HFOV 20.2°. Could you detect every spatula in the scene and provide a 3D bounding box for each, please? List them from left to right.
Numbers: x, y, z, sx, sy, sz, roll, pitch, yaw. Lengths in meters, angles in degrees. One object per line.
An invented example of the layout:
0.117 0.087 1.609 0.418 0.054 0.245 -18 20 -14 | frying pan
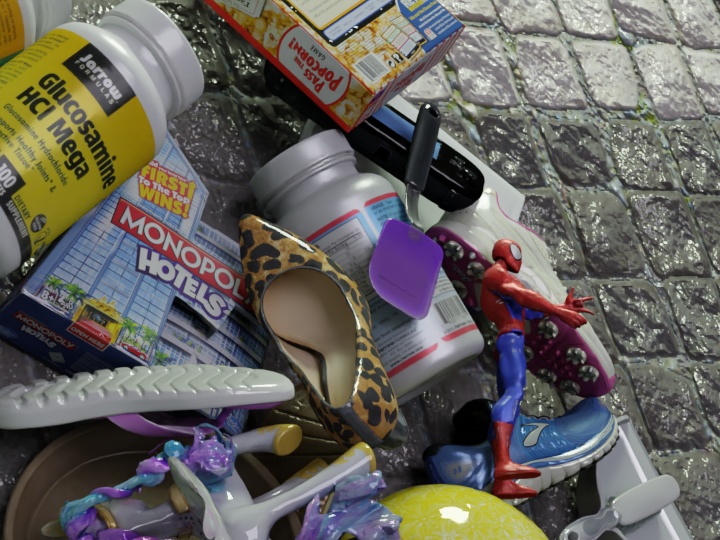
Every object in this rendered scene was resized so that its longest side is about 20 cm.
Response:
0.040 -0.053 1.491 0.056 0.021 0.201 30 44 -22 | spatula

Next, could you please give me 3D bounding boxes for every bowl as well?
0.080 0.242 1.394 0.199 0.108 0.202 7 74 -26 | bowl

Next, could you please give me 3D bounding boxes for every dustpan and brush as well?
0.205 0.193 1.599 0.199 0.057 0.140 -18 76 -45 | dustpan and brush

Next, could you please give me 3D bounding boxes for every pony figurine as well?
-0.077 0.166 1.243 0.199 0.193 0.168 -14 116 -25 | pony figurine

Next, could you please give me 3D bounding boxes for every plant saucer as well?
-0.133 0.183 1.307 0.198 0.030 0.201 10 50 -12 | plant saucer

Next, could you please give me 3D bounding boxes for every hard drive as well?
0.041 -0.072 1.656 0.200 0.025 0.132 37 46 -16 | hard drive

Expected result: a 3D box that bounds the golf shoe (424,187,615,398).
0.139 0.015 1.616 0.200 0.075 0.092 45 50 -13 | golf shoe

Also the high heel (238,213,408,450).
-0.034 0.034 1.360 0.201 0.071 0.143 56 4 12 | high heel

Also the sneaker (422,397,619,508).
0.124 0.131 1.560 0.199 0.078 0.090 -21 81 -45 | sneaker

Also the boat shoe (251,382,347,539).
-0.047 0.166 1.407 0.071 0.065 0.201 12 53 10 | boat shoe

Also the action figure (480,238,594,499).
0.138 0.066 1.511 0.098 0.065 0.201 -3 64 -3 | action figure

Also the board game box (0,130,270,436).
-0.140 0.002 1.432 0.199 0.062 0.201 32 48 -20 | board game box

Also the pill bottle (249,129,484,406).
0.000 0.000 1.516 0.108 0.109 0.201 -22 78 -45 | pill bottle

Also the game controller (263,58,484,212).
0.012 -0.117 1.583 0.199 0.042 0.104 34 24 -4 | game controller

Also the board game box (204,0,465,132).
-0.035 -0.215 1.561 0.200 0.046 0.151 43 41 6 | board game box

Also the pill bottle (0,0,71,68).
-0.293 -0.164 1.372 0.113 0.113 0.200 53 43 1 | pill bottle

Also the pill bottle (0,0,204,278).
-0.204 -0.095 1.361 0.200 0.112 0.113 -42 93 -25 | pill bottle

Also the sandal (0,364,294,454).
-0.143 0.093 1.318 0.201 0.082 0.050 -3 101 -1 | sandal
